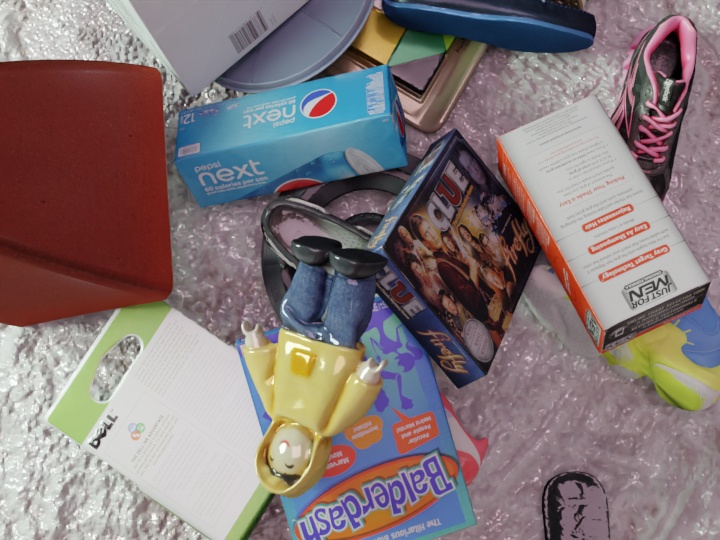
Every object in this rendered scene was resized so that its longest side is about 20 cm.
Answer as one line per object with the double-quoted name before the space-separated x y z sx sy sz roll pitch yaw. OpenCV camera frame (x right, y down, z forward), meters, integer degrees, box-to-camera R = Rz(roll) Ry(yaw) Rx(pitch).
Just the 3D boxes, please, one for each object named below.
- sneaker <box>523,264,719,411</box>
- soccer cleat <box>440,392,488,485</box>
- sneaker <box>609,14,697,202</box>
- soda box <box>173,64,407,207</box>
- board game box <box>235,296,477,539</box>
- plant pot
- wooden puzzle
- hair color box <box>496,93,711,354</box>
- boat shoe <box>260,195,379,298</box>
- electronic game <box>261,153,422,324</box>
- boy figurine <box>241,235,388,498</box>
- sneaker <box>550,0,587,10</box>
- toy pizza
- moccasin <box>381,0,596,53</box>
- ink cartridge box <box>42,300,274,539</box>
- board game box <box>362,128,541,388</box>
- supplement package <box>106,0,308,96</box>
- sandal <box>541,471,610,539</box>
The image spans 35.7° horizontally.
"sneaker" 0.246 0.037 1.009 0.199 0.076 0.105 35 64 5
"soccer cleat" 0.030 0.113 0.988 0.200 0.067 0.076 47 54 0
"sneaker" 0.264 -0.140 1.014 0.078 0.095 0.203 12 83 0
"soda box" -0.061 -0.117 0.991 0.197 0.068 0.065 -10 52 11
"board game box" -0.004 0.133 0.921 0.150 0.045 0.203 -17 93 -5
"plant pot" -0.290 -0.069 0.918 0.198 0.175 0.203 -10 79 32
"wooden puzzle" 0.032 -0.255 1.058 0.198 0.037 0.186 30 83 4
"hair color box" 0.203 -0.042 0.959 0.100 0.061 0.202 -23 64 -3
"boat shoe" 0.000 0.000 0.967 0.199 0.060 0.074 36 89 2
"electronic game" 0.008 -0.013 1.018 0.197 0.042 0.203 0 88 1
"boy figurine" -0.042 0.076 0.852 0.123 0.064 0.203 20 103 20
"sneaker" 0.181 -0.340 1.022 0.090 0.067 0.201 -45 125 -21
"toy pizza" -0.072 -0.251 1.034 0.198 0.032 0.203 -8 67 20
"moccasin" 0.120 -0.248 1.011 0.197 0.080 0.069 12 79 -6
"ink cartridge box" -0.149 0.126 0.981 0.199 0.076 0.149 33 83 5
"board game box" 0.081 -0.016 0.942 0.136 0.034 0.201 48 39 -14
"supplement package" -0.168 -0.295 0.975 0.151 0.151 0.200 -40 62 -6
"sandal" 0.196 0.279 0.973 0.074 0.048 0.203 -10 81 -2
